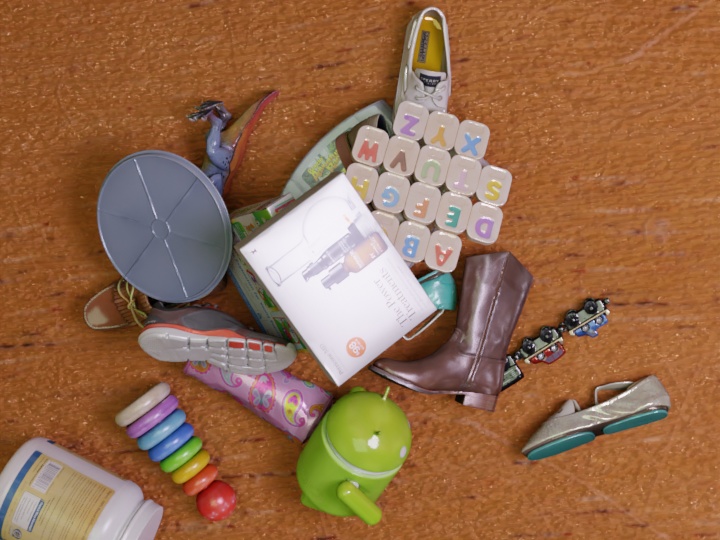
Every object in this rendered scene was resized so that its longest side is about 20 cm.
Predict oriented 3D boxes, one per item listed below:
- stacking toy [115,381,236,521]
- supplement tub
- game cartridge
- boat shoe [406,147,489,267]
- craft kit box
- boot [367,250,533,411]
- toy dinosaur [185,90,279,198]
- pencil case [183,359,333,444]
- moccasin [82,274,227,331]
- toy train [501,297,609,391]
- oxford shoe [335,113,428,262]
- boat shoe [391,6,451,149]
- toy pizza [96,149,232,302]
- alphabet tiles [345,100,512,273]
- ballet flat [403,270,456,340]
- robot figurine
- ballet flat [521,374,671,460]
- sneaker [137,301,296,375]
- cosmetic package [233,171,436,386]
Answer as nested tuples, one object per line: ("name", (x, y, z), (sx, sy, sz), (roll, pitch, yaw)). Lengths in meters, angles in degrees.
("stacking toy", (-0.238, 0.251, 1.661), (0.085, 0.085, 0.200), (-35, 93, 9))
("supplement tub", (-0.379, 0.325, 1.651), (0.199, 0.145, 0.145), (26, 98, 6))
("game cartridge", (-0.009, -0.119, 1.619), (0.200, 0.041, 0.133), (-45, 83, 9))
("boat shoe", (0.095, -0.068, 1.590), (0.068, 0.072, 0.201), (20, 107, -34))
("craft kit box", (-0.097, 0.010, 1.551), (0.048, 0.197, 0.201), (-35, 103, -25))
("boot", (0.116, 0.060, 1.556), (0.186, 0.064, 0.201), (16, 88, -23))
("toy dinosaur", (-0.186, -0.122, 1.622), (0.199, 0.105, 0.182), (-11, 111, -1))
("pencil case", (-0.134, 0.146, 1.633), (0.199, 0.087, 0.088), (32, 98, 6))
("moccasin", (-0.275, 0.035, 1.647), (0.200, 0.078, 0.074), (-12, 92, 9))
("toy train", (0.239, 0.098, 1.598), (0.200, 0.034, 0.046), (-34, 92, 10))
("oxford shoe", (0.041, -0.104, 1.533), (0.074, 0.071, 0.201), (-37, 73, 23))
("boat shoe", (0.082, -0.232, 1.562), (0.071, 0.070, 0.201), (7, 85, -6))
("toy pizza", (-0.246, -0.056, 1.577), (0.199, 0.032, 0.201), (8, 111, 22))
("alphabet tiles", (0.081, -0.104, 1.507), (0.199, 0.015, 0.197), (17, 76, -3))
("ballet flat", (0.034, 0.063, 1.607), (0.199, 0.067, 0.071), (-22, 83, 8))
("robot figurine", (-0.009, 0.233, 1.576), (0.115, 0.176, 0.200), (21, 132, -11))
("ballet flat", (0.296, 0.186, 1.591), (0.199, 0.067, 0.063), (-19, 64, 6))
("sneaker", (-0.176, 0.074, 1.572), (0.199, 0.082, 0.077), (11, 141, -10))
("cosmetic package", (-0.028, 0.009, 1.443), (0.151, 0.052, 0.200), (-37, 103, -7))
